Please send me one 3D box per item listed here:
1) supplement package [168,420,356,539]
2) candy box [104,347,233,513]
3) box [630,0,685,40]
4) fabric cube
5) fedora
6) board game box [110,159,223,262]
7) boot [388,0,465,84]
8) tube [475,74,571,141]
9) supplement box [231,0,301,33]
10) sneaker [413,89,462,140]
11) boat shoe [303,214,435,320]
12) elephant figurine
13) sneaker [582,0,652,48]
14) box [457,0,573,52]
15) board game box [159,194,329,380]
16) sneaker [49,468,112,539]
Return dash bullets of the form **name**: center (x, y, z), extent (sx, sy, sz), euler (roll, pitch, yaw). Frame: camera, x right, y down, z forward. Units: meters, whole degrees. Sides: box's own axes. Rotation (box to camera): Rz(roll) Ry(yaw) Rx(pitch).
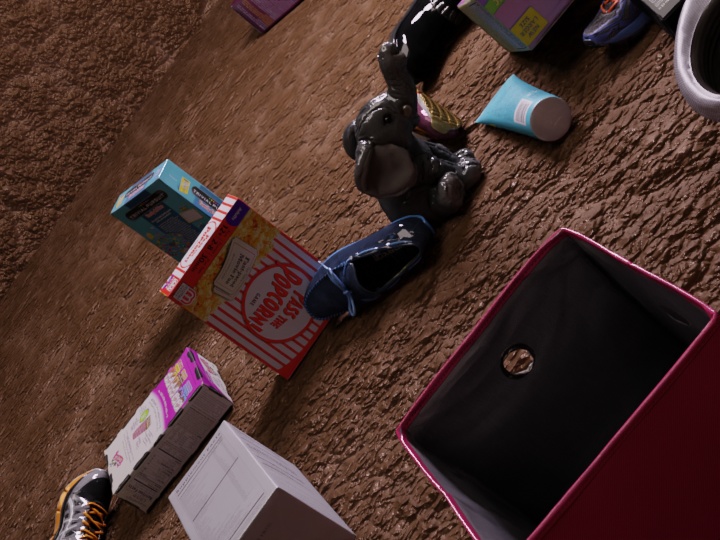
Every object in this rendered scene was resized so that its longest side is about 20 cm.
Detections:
- **supplement package**: center (-0.109, 0.259, 1.183), extent (0.114, 0.109, 0.200), euler (-54, 25, -2)
- **candy box**: center (-0.273, 0.223, 1.578), extent (0.200, 0.061, 0.136), euler (-50, 25, 3)
- **box**: center (0.359, -0.357, 1.169), extent (0.200, 0.079, 0.141), euler (-45, 56, 15)
- **fabric cube**: center (0.181, 0.123, 0.753), extent (0.196, 0.199, 0.200), euler (-52, 25, 4)
- **fedora**: center (0.370, -0.199, 0.983), extent (0.177, 0.090, 0.200), euler (-37, 36, 34)
- **board game box**: center (-0.284, -0.079, 1.834), extent (0.151, 0.200, 0.047), euler (-27, 34, 43)
- **boot**: center (0.129, -0.383, 1.664), extent (0.158, 0.079, 0.211), euler (-27, 34, 43)
- **tube**: center (0.192, -0.196, 1.349), extent (0.077, 0.050, 0.200), euler (-47, 20, 3)
- **supplement box**: center (-0.185, -0.659, 2.555), extent (0.200, 0.103, 0.131), euler (-31, 32, 40)
- **sneaker**: center (0.076, -0.192, 1.525), extent (0.090, 0.075, 0.200), euler (-56, 17, 11)
- **boat shoe**: center (0.000, 0.000, 1.369), extent (0.200, 0.084, 0.069), euler (-42, 15, 28)
- **elephant figurine**: center (0.038, -0.151, 1.366), extent (0.141, 0.200, 0.155), euler (-2, 54, 59)
- **sneaker**: center (0.311, -0.340, 1.290), extent (0.200, 0.078, 0.075), euler (-57, 24, -9)
- **box**: center (0.221, -0.373, 1.404), extent (0.176, 0.097, 0.200), euler (-49, 8, 8)
- **board game box**: center (-0.131, 0.023, 1.430), extent (0.152, 0.200, 0.046), euler (-56, 25, -6)
- **sneaker**: center (-0.395, 0.377, 1.586), extent (0.077, 0.078, 0.200), euler (-7, 52, 40)
